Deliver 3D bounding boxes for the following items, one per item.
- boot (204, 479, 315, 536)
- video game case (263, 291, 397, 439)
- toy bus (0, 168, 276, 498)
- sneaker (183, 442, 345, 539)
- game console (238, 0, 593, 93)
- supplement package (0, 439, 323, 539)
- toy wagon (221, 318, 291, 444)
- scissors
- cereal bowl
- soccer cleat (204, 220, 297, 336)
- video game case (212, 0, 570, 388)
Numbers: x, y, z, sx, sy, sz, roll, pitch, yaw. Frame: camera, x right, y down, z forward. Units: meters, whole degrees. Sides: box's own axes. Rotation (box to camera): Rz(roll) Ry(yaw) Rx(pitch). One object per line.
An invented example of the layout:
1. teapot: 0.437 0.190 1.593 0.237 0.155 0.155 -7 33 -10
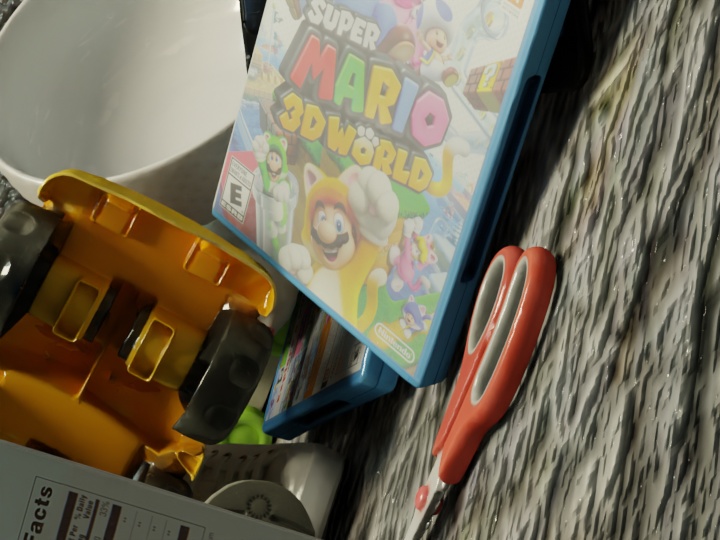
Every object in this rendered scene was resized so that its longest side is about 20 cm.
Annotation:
1. boot: -0.071 0.184 1.129 0.200 0.072 0.183 154 127 -82
2. video game case: 0.000 0.000 1.164 0.200 0.018 0.144 146 140 -72
3. toy bus: -0.124 0.050 1.133 0.201 0.135 0.192 -61 3 11
4. sneaker: -0.067 0.117 1.175 0.200 0.084 0.073 144 145 -69
5. game console: 0.011 -0.167 0.999 0.116 0.175 0.201 -18 -78 -72
6. supplement package: -0.058 0.162 0.759 0.152 0.199 0.151 135 151 -67
7. toy wagon: -0.068 0.051 1.390 0.155 0.039 0.201 -99 29 -67
8. scissors: 0.031 0.080 0.936 0.073 0.014 0.201 -124 54 -73
9. cereal bowl: -0.085 -0.091 1.201 0.083 0.199 0.201 60 -152 -42
10. soccer cleat: -0.073 0.009 1.267 0.200 0.069 0.078 -25 43 66
11. video game case: 0.009 -0.072 0.994 0.143 0.018 0.201 40 126 34
